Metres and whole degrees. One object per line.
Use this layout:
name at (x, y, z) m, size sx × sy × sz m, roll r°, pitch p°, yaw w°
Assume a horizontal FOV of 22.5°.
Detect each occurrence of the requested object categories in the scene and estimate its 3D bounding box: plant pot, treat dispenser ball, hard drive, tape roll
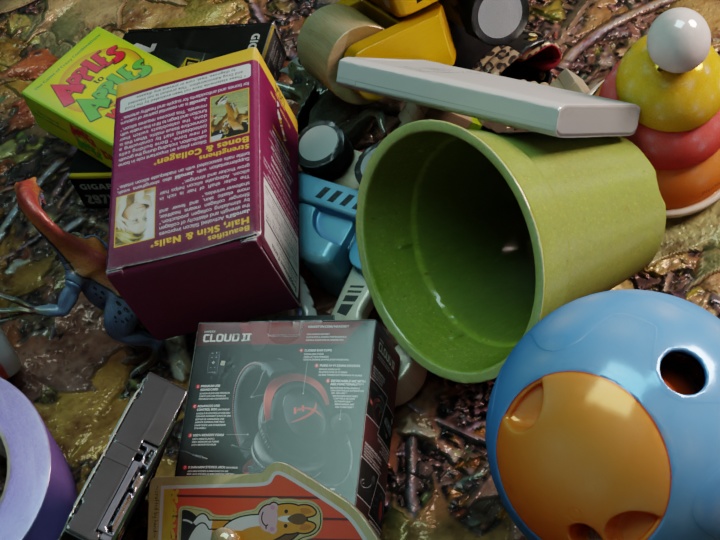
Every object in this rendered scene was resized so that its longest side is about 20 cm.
plant pot at (0.131, -0.033, 1.401) m, size 0.190 × 0.200 × 0.200 m, roll -16°, pitch 37°, yaw -40°
treat dispenser ball at (0.186, 0.114, 1.246) m, size 0.200 × 0.201 × 0.201 m, roll -9°, pitch 47°, yaw 10°
hard drive at (-0.185, 0.176, 1.323) m, size 0.038 × 0.200 × 0.140 m, roll 26°, pitch 57°, yaw -2°
tape roll at (-0.328, 0.180, 1.412) m, size 0.200 × 0.085 × 0.200 m, roll -4°, pitch 57°, yaw 5°
hard drive at (0.099, -0.136, 1.411) m, size 0.200 × 0.026 × 0.132 m, roll 17°, pitch 14°, yaw 33°

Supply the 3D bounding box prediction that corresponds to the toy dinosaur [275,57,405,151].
toy dinosaur at (-0.011, -0.132, 1.611) m, size 0.102 × 0.077 × 0.200 m, roll -27°, pitch 32°, yaw -2°

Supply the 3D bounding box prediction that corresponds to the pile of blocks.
pile of blocks at (0.118, -0.131, 1.568) m, size 0.200 × 0.082 × 0.062 m, roll -4°, pitch 41°, yaw -18°

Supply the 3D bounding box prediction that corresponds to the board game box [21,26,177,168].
board game box at (-0.205, -0.143, 1.646) m, size 0.200 × 0.048 × 0.102 m, roll 30°, pitch 65°, yaw 35°

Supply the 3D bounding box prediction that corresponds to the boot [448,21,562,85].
boot at (0.132, -0.227, 1.656) m, size 0.200 × 0.073 × 0.151 m, roll -37°, pitch 47°, yaw -10°

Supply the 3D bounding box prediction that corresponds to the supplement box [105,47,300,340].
supplement box at (-0.123, -0.063, 1.452) m, size 0.131 × 0.103 × 0.200 m, roll -12°, pitch 52°, yaw 14°

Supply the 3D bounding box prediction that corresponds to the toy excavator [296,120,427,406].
toy excavator at (0.000, 0.000, 1.499) m, size 0.194 × 0.100 × 0.200 m, roll 20°, pitch 72°, yaw 31°

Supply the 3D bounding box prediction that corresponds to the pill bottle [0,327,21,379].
pill bottle at (-0.397, 0.089, 1.523) m, size 0.200 × 0.112 × 0.111 m, roll -33°, pitch 48°, yaw -11°

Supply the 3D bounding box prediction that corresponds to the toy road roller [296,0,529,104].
toy road roller at (0.033, -0.248, 1.548) m, size 0.200 × 0.146 × 0.123 m, roll -29°, pitch 29°, yaw -10°

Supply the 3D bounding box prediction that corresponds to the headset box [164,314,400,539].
headset box at (-0.055, 0.123, 1.374) m, size 0.148 × 0.075 × 0.200 m, roll -2°, pitch 64°, yaw 17°

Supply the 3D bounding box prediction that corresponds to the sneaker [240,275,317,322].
sneaker at (-0.102, -0.003, 1.521) m, size 0.082 × 0.075 × 0.200 m, roll -13°, pitch 45°, yaw -18°

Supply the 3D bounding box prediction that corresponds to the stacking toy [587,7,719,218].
stacking toy at (0.249, -0.146, 1.444) m, size 0.146 × 0.200 × 0.146 m, roll 0°, pitch 63°, yaw 0°

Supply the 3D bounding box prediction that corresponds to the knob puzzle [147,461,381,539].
knob puzzle at (-0.062, 0.234, 1.275) m, size 0.219 × 0.030 × 0.220 m, roll -3°, pitch 78°, yaw 16°

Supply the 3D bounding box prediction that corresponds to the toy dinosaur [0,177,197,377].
toy dinosaur at (-0.210, -0.006, 1.498) m, size 0.200 × 0.182 × 0.105 m, roll -8°, pitch 47°, yaw 11°

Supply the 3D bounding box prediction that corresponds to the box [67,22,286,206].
box at (-0.170, -0.148, 1.704) m, size 0.159 × 0.049 × 0.200 m, roll -1°, pitch 50°, yaw 20°
